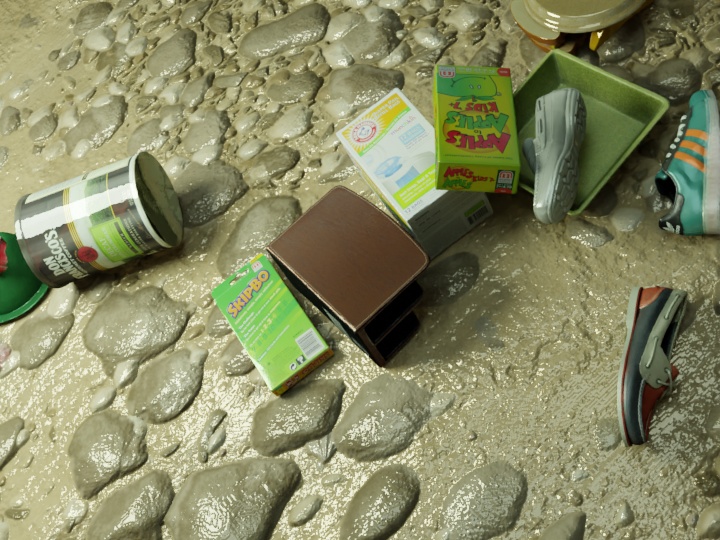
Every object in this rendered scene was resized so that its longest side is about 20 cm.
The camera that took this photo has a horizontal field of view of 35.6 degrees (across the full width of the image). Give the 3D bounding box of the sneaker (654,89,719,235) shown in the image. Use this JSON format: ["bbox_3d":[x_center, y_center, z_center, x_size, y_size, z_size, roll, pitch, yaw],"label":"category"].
[{"bbox_3d":[0.402,-0.136,1.379,0.079,0.071,0.201,-1,62,19],"label":"sneaker"}]

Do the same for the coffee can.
[{"bbox_3d":[-0.382,-0.074,1.648,0.199,0.146,0.147,-19,55,13],"label":"coffee can"}]

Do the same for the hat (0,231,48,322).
[{"bbox_3d":[-0.567,-0.033,1.686,0.199,0.176,0.167,-18,55,13],"label":"hat"}]

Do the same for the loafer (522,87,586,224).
[{"bbox_3d":[0.237,-0.142,1.404,0.069,0.070,0.201,-4,52,28],"label":"loafer"}]

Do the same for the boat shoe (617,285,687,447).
[{"bbox_3d":[0.330,0.106,1.271,0.062,0.071,0.201,3,58,22],"label":"boat shoe"}]

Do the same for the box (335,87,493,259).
[{"bbox_3d":[0.070,-0.132,1.507,0.112,0.101,0.200,-36,53,0],"label":"box"}]

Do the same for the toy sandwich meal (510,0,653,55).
[{"bbox_3d":[0.317,-0.384,1.574,0.204,0.070,0.206,-11,54,15],"label":"toy sandwich meal"}]

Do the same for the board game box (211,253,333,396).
[{"bbox_3d":[-0.123,0.069,1.520,0.095,0.030,0.200,-37,56,-1],"label":"board game box"}]

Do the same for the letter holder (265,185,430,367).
[{"bbox_3d":[0.000,0.000,1.462,0.142,0.101,0.200,-43,53,-8],"label":"letter holder"}]

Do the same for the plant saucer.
[{"bbox_3d":[0.273,-0.174,1.475,0.199,0.048,0.200,35,80,36],"label":"plant saucer"}]

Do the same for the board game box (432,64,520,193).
[{"bbox_3d":[0.146,-0.184,1.434,0.101,0.048,0.201,3,45,-1],"label":"board game box"}]
